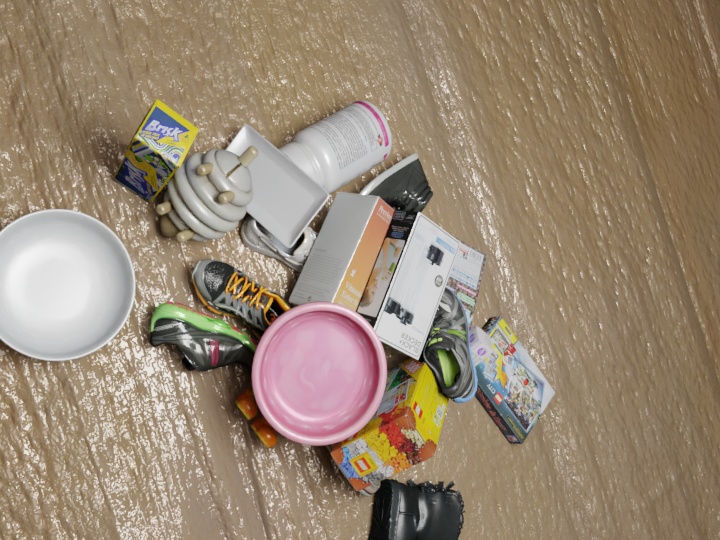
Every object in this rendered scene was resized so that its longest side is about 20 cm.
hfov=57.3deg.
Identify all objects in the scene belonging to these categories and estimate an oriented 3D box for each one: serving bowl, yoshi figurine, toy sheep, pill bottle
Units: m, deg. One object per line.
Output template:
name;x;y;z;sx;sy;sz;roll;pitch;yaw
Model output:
serving bowl;-0.416;0.022;0.911;0.194;0.065;0.207;5;79;-28
yoshi figurine;-0.087;0.177;1.014;0.198;0.113;0.112;-37;65;-17
toy sheep;-0.226;-0.115;0.989;0.139;0.197;0.139;50;18;-23
pill bottle;-0.049;-0.201;1.128;0.198;0.113;0.115;-34;98;-29

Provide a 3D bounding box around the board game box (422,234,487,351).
board game box;0.123;0.040;1.192;0.156;0.096;0.206;25;70;-23

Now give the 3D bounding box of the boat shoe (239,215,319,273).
boat shoe;-0.101;-0.040;1.096;0.195;0.069;0.073;17;74;-25

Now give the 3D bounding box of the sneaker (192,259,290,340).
sneaker;-0.172;0.044;1.033;0.198;0.077;0.080;36;58;-20

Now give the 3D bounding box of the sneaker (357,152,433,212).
sneaker;0.062;-0.130;1.201;0.198;0.070;0.101;-37;95;-33

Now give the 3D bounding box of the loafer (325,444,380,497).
loafer;-0.023;0.278;1.076;0.062;0.072;0.202;-36;98;7

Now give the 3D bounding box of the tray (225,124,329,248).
tray;-0.146;-0.134;1.050;0.199;0.022;0.108;40;90;18

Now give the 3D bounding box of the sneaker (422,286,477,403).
sneaker;0.137;0.109;1.062;0.082;0.069;0.205;26;47;-55

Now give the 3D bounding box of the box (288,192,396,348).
box;0.000;0.000;1.084;0.151;0.105;0.205;34;76;-41

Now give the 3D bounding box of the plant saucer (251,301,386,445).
plant saucer;-0.060;0.146;0.958;0.194;0.051;0.208;-1;95;-10

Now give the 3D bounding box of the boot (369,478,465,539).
boot;0.095;0.455;1.123;0.159;0.073;0.205;18;72;-29

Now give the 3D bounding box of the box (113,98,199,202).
box;-0.293;-0.162;0.934;0.069;0.199;0.066;33;67;-20

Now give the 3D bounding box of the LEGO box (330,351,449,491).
LEGO box;0.055;0.230;1.042;0.078;0.147;0.200;54;25;-9

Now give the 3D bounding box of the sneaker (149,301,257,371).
sneaker;-0.230;0.117;1.006;0.196;0.077;0.086;27;87;-19

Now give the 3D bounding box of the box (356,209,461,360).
box;0.073;0.023;1.039;0.115;0.059;0.205;30;78;-37

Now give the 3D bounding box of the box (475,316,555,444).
box;0.283;0.213;1.286;0.137;0.037;0.202;-44;103;-28

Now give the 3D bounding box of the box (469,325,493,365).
box;0.142;0.175;1.134;0.038;0.200;0.042;34;28;-24
